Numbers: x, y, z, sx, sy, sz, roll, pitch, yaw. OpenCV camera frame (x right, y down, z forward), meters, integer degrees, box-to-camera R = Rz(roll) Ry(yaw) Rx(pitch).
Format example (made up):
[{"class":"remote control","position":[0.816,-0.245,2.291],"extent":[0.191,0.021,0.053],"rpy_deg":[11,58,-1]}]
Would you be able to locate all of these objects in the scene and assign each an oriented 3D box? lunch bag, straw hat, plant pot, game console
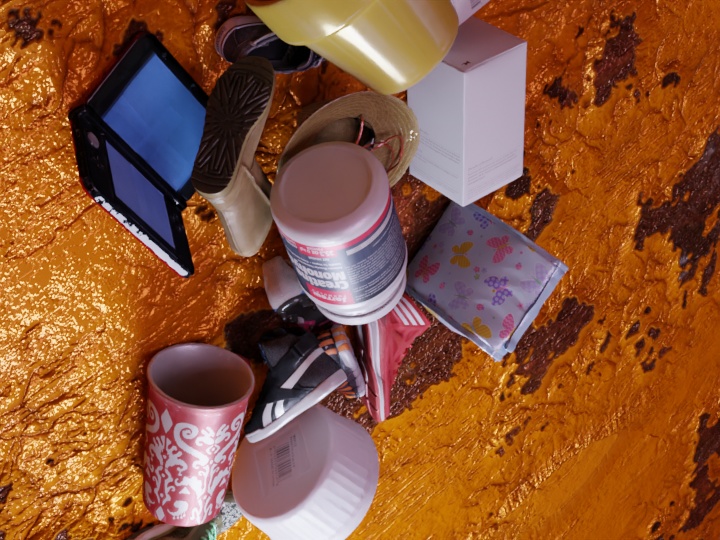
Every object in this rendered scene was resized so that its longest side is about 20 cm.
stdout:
[{"class":"lunch bag","position":[0.179,0.017,1.747],"extent":[0.127,0.199,0.171],"rpy_deg":[31,93,-49]},{"class":"straw hat","position":[-0.032,-0.163,1.499],"extent":[0.199,0.085,0.203],"rpy_deg":[-22,143,-17]},{"class":"plant pot","position":[0.003,-0.299,1.328],"extent":[0.201,0.200,0.189],"rpy_deg":[-50,124,-5]},{"class":"game console","position":[-0.212,-0.122,1.338],"extent":[0.118,0.174,0.200],"rpy_deg":[-29,140,12]}]

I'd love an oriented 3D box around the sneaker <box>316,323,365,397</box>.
[{"class":"sneaker","position":[-0.059,0.138,1.702],"extent":[0.111,0.078,0.201],"rpy_deg":[-21,153,0]}]

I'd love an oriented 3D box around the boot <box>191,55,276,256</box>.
[{"class":"boot","position":[-0.131,-0.127,1.400],"extent":[0.200,0.065,0.177],"rpy_deg":[65,47,-72]}]

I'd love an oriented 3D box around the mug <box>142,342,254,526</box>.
[{"class":"mug","position":[-0.197,0.209,1.565],"extent":[0.176,0.133,0.202],"rpy_deg":[-12,127,-37]}]

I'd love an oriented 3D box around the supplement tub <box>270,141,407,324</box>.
[{"class":"supplement tub","position":[-0.020,-0.041,1.453],"extent":[0.140,0.140,0.201],"rpy_deg":[-41,146,-16]}]

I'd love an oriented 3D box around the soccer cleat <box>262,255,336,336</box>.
[{"class":"soccer cleat","position":[-0.073,0.029,1.612],"extent":[0.069,0.087,0.200],"rpy_deg":[-28,163,8]}]

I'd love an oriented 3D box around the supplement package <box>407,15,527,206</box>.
[{"class":"supplement package","position":[0.139,-0.212,1.617],"extent":[0.116,0.117,0.202],"rpy_deg":[-27,133,-28]}]

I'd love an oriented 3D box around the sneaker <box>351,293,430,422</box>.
[{"class":"sneaker","position":[0.054,0.123,1.773],"extent":[0.114,0.078,0.202],"rpy_deg":[-18,128,-19]}]

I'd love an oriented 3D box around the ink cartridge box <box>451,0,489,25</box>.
[{"class":"ink cartridge box","position":[0.076,-0.345,1.503],"extent":[0.199,0.067,0.117],"rpy_deg":[-40,137,-17]}]

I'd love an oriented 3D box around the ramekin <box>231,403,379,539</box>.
[{"class":"ramekin","position":[-0.082,0.275,1.674],"extent":[0.201,0.200,0.098],"rpy_deg":[-52,132,-3]}]

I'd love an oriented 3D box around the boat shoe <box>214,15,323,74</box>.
[{"class":"boat shoe","position":[-0.068,-0.260,1.411],"extent":[0.198,0.068,0.072],"rpy_deg":[-11,132,-38]}]

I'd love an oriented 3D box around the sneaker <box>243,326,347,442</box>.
[{"class":"sneaker","position":[-0.106,0.138,1.592],"extent":[0.199,0.113,0.073],"rpy_deg":[-38,175,40]}]

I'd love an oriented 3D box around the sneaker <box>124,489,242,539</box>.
[{"class":"sneaker","position":[-0.227,0.375,1.675],"extent":[0.198,0.088,0.078],"rpy_deg":[-27,133,-29]}]
